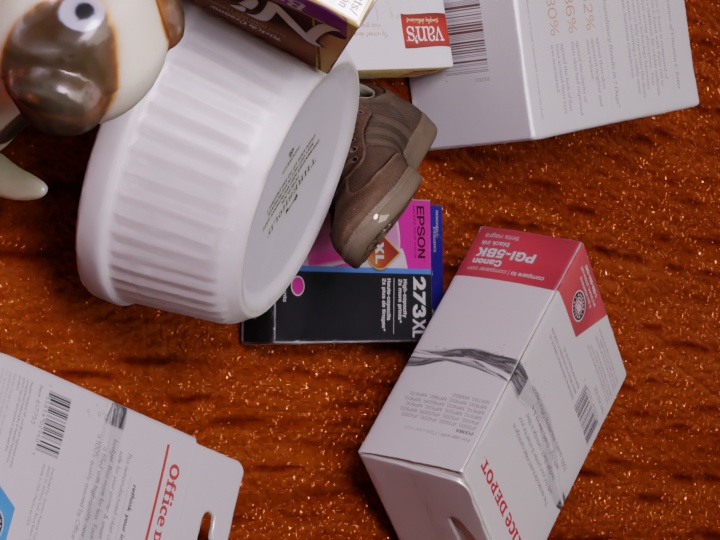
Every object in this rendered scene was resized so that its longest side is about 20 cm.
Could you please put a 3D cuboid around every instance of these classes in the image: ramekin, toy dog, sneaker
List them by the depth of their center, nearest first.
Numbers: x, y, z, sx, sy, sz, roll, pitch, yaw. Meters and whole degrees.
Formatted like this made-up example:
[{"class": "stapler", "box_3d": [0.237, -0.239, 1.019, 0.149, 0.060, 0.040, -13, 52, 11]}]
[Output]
[{"class": "toy dog", "box_3d": [-0.189, -0.116, 1.228, 0.139, 0.199, 0.195, -37, 114, -42]}, {"class": "ramekin", "box_3d": [-0.074, -0.063, 1.360, 0.202, 0.094, 0.203, 22, 90, -77]}, {"class": "sneaker", "box_3d": [-0.005, -0.064, 1.490, 0.075, 0.071, 0.200, 35, 20, -5]}]

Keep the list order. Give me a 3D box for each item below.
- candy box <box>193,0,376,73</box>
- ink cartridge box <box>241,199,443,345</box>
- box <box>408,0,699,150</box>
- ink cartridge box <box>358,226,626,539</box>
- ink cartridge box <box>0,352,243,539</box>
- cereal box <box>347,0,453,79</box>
[{"class": "candy box", "box_3d": [-0.083, -0.182, 1.238, 0.199, 0.117, 0.057, 30, 79, -5]}, {"class": "ink cartridge box", "box_3d": [0.000, 0.000, 1.558, 0.199, 0.037, 0.095, 1, 87, -50]}, {"class": "box", "box_3d": [0.130, -0.172, 1.657, 0.199, 0.106, 0.153, -13, 97, -47]}, {"class": "ink cartridge box", "box_3d": [0.091, 0.094, 1.593, 0.201, 0.082, 0.147, -59, 145, -32]}, {"class": "ink cartridge box", "box_3d": [-0.165, 0.131, 1.339, 0.200, 0.068, 0.117, 29, 68, -43]}, {"class": "cereal box", "box_3d": [-0.011, -0.223, 1.541, 0.143, 0.039, 0.201, -9, 88, -49]}]
